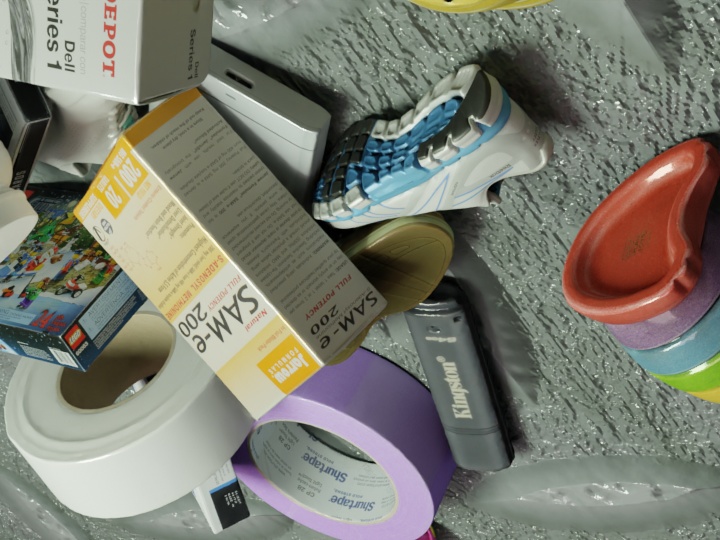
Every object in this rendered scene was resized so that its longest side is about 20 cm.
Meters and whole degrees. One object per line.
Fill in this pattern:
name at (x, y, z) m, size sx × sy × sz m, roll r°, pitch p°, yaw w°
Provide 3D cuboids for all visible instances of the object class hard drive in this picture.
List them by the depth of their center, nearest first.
hard drive at (-0.093, -0.070, 1.099) m, size 0.131 × 0.027 × 0.201 m, roll 30°, pitch 146°, yaw 11°

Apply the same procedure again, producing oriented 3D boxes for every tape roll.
tape roll at (-0.176, 0.093, 1.217) m, size 0.201 × 0.203 × 0.071 m, roll 1°, pitch 136°, yaw 33°
tape roll at (-0.020, 0.144, 1.290) m, size 0.199 × 0.066 × 0.201 m, roll 19°, pitch 143°, yaw 15°

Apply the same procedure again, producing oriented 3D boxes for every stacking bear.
stacking bear at (0.231, 0.034, 0.956) m, size 0.200 × 0.122 × 0.113 m, roll 36°, pitch 142°, yaw -23°

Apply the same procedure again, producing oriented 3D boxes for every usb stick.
usb stick at (0.076, 0.084, 1.179) m, size 0.055 × 0.033 × 0.201 m, roll 8°, pitch 139°, yaw 27°

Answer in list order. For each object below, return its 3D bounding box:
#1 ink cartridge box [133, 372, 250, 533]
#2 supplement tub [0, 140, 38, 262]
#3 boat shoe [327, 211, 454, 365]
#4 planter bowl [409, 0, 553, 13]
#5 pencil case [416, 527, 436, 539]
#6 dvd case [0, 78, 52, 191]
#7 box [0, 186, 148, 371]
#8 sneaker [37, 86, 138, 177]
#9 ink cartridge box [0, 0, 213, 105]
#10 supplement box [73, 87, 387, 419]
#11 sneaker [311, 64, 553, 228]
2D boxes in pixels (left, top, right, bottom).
ink cartridge box at (-0.156, 0.123, 1.317) m, size 0.200 × 0.039 × 0.100 m, roll 49°, pitch 160°, yaw 47°
supplement tub at (-0.322, -0.076, 1.017) m, size 0.200 × 0.145 × 0.145 m, roll 51°, pitch 142°, yaw 1°
boat shoe at (0.002, 0.001, 1.111) m, size 0.073 × 0.064 × 0.201 m, roll 16°, pitch 146°, yaw -19°
planter bowl at (0.050, -0.197, 0.811) m, size 0.199 × 0.084 × 0.201 m, roll 19°, pitch 144°, yaw 14°
pencil case at (0.009, 0.289, 1.432) m, size 0.088 × 0.089 × 0.201 m, roll 24°, pitch 145°, yaw 6°
dvd case at (-0.279, -0.117, 1.113) m, size 0.151 × 0.025 × 0.200 m, roll 62°, pitch 147°, yaw 16°
box at (-0.236, 0.000, 1.170) m, size 0.199 × 0.137 × 0.038 m, roll 8°, pitch 140°, yaw 41°
sneaker at (-0.182, -0.116, 1.083) m, size 0.088 × 0.076 × 0.200 m, roll 39°, pitch 153°, yaw -17°
ink cartridge box at (-0.192, -0.192, 0.934) m, size 0.199 × 0.084 × 0.147 m, roll 13°, pitch 111°, yaw 21°
supplement box at (-0.093, -0.009, 1.057) m, size 0.200 × 0.073 × 0.126 m, roll 48°, pitch 146°, yaw 0°
sneaker at (0.044, -0.060, 0.997) m, size 0.086 × 0.075 × 0.199 m, roll 28°, pitch 154°, yaw -28°
